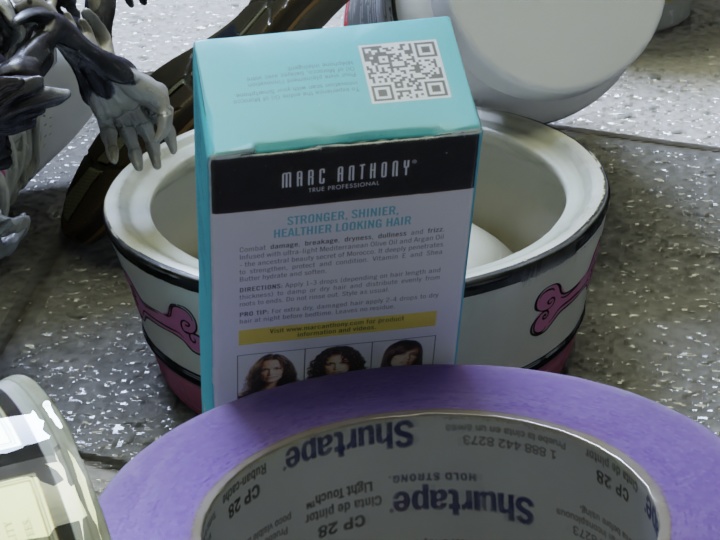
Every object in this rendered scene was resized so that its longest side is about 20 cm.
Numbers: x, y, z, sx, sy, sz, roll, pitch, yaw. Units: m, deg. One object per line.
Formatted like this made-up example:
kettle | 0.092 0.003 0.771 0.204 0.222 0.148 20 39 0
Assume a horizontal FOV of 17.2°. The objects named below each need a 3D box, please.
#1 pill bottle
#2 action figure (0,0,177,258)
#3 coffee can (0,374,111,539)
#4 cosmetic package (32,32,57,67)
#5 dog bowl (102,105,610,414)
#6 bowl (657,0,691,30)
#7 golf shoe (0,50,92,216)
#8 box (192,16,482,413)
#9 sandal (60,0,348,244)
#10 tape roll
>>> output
pill bottle | 0.063 -0.119 1.065 0.113 0.115 0.200 -8 0 -11
action figure | -0.129 -0.063 0.911 0.118 0.102 0.201 -19 29 29
coffee can | -0.167 0.119 0.611 0.199 0.147 0.146 -12 26 -20
cosmetic package | -0.216 -0.077 0.990 0.101 0.072 0.200 13 38 18
dog bowl | 0.000 0.000 0.943 0.198 0.074 0.200 -3 24 1
bowl | 0.142 -0.193 1.308 0.198 0.108 0.200 -2 25 1
golf shoe | -0.178 -0.037 1.058 0.091 0.076 0.200 25 44 32
box | -0.011 0.009 0.772 0.082 0.201 0.049 -6 51 -8
sandal | -0.054 -0.075 1.049 0.200 0.055 0.082 -42 21 9
tape roll | 0.021 0.109 0.691 0.198 0.086 0.200 -3 25 1
